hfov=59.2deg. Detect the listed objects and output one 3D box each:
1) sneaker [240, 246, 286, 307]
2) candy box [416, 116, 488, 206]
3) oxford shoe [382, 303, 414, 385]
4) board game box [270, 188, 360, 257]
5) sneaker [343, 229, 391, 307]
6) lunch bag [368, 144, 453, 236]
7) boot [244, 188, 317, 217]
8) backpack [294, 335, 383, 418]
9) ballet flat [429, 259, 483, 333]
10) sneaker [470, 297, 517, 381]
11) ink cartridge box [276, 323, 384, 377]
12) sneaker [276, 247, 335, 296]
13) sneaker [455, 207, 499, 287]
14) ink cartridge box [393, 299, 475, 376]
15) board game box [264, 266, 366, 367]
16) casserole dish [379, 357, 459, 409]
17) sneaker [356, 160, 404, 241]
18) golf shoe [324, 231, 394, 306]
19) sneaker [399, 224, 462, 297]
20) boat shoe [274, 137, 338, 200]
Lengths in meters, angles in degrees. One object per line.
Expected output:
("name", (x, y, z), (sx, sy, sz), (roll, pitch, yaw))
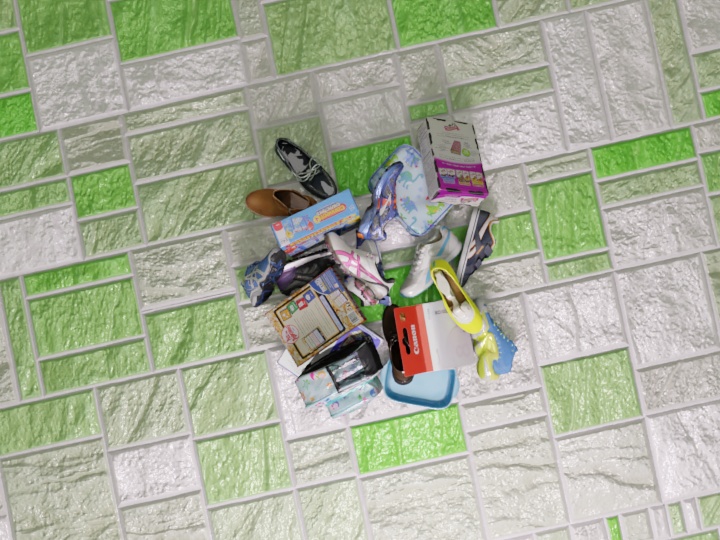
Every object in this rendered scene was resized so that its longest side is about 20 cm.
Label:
("sneaker", (-0.238, 0.008, 1.513), (0.077, 0.075, 0.201), (46, 133, 11))
("candy box", (0.217, -0.258, 1.508), (0.134, 0.061, 0.204), (3, 65, -22))
("oxford shoe", (0.094, 0.164, 1.521), (0.071, 0.085, 0.203), (-12, 60, -1))
("board game box", (-0.097, -0.106, 1.494), (0.197, 0.196, 0.057), (-25, 84, 0))
("sneaker", (0.000, 0.001, 1.550), (0.113, 0.081, 0.203), (-15, 90, -2))
("lunch bag", (0.130, -0.196, 1.552), (0.200, 0.082, 0.161), (43, 90, 1))
("boot", (-0.196, -0.168, 1.516), (0.196, 0.155, 0.075), (6, 89, 5))
("backpack", (-0.046, 0.252, 1.457), (0.197, 0.178, 0.153), (-21, 84, 5))
("ballet flat", (0.219, 0.068, 1.482), (0.066, 0.067, 0.202), (-30, 93, 18))
("sneaker", (0.326, 0.166, 1.558), (0.103, 0.076, 0.204), (-5, 88, -18))
("ink cartridge box", (-0.074, 0.196, 1.565), (0.197, 0.043, 0.202), (34, 89, 1))
("sneaker", (-0.114, 0.002, 1.564), (0.196, 0.076, 0.089), (-18, 98, 7))
("sneaker", (0.286, -0.048, 1.550), (0.078, 0.078, 0.204), (16, 88, 6))
("ink cartridge box", (0.179, 0.156, 1.502), (0.198, 0.057, 0.166), (-3, 81, -42))
("board game box", (-0.107, 0.110, 1.513), (0.198, 0.046, 0.153), (-34, 86, 8))
("casserole dish", (0.145, 0.270, 1.564), (0.196, 0.039, 0.124), (10, 88, 0))
("sneaker", (0.060, -0.159, 1.486), (0.077, 0.075, 0.203), (22, 106, -2))
("golf shoe", (-0.004, -0.019, 1.486), (0.092, 0.073, 0.201), (-40, 97, 0))
("sneaker", (0.157, -0.020, 1.544), (0.081, 0.076, 0.201), (45, 80, -19))
("boat shoe", (-0.133, -0.252, 1.566), (0.075, 0.062, 0.200), (-42, 89, -2))
